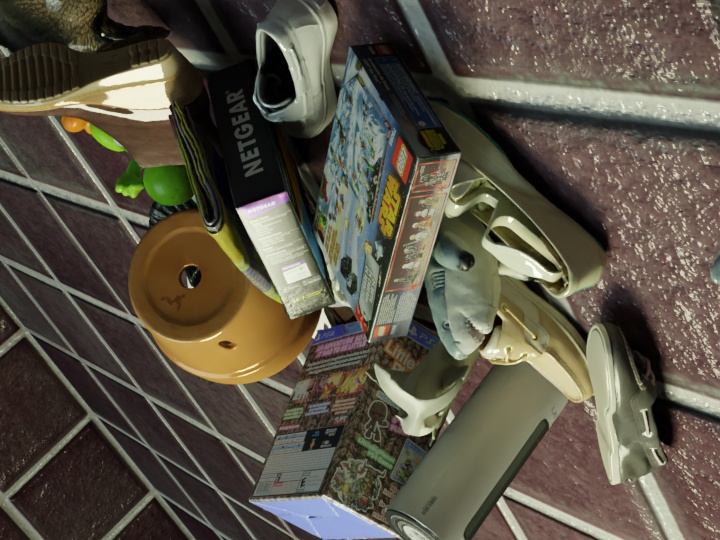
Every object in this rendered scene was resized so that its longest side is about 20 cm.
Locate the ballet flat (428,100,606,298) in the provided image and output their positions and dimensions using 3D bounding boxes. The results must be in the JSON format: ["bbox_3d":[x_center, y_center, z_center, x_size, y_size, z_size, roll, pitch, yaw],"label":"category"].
[{"bbox_3d":[0.103,-0.052,0.998,0.200,0.069,0.070,42,158,11],"label":"ballet flat"}]

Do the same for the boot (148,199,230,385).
[{"bbox_3d":[-0.187,0.010,1.493,0.158,0.212,0.079,27,-167,18],"label":"boot"}]

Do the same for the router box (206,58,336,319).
[{"bbox_3d":[-0.083,-0.076,1.184,0.149,0.051,0.200,67,-177,-45],"label":"router box"}]

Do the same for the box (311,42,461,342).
[{"bbox_3d":[0.015,-0.060,1.027,0.200,0.040,0.137,104,148,-44],"label":"box"}]

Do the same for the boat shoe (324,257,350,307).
[{"bbox_3d":[0.000,0.000,1.203,0.071,0.070,0.200,41,143,-15],"label":"boat shoe"}]

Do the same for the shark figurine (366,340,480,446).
[{"bbox_3d":[0.043,0.107,1.154,0.089,0.128,0.214,27,-161,9],"label":"shark figurine"}]

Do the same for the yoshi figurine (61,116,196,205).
[{"bbox_3d":[-0.238,-0.139,1.420,0.200,0.112,0.112,38,151,10],"label":"yoshi figurine"}]

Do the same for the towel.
[{"bbox_3d":[-0.120,-0.058,1.189,0.200,0.023,0.144,57,-170,-62],"label":"towel"}]

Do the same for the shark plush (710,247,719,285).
[{"bbox_3d":[0.286,-0.016,0.700,0.200,0.083,0.091,15,143,53],"label":"shark plush"}]

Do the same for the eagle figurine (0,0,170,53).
[{"bbox_3d":[-0.294,-0.264,1.279,0.200,0.151,0.152,29,166,11],"label":"eagle figurine"}]

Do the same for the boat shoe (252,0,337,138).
[{"bbox_3d":[-0.061,-0.162,1.096,0.072,0.069,0.200,42,159,8],"label":"boat shoe"}]

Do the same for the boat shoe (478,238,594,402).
[{"bbox_3d":[0.127,0.049,1.129,0.200,0.069,0.074,47,159,-2],"label":"boat shoe"}]

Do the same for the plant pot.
[{"bbox_3d":[-0.152,0.015,1.352,0.200,0.200,0.140,39,-178,17],"label":"plant pot"}]

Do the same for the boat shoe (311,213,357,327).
[{"bbox_3d":[-0.014,0.012,1.338,0.068,0.072,0.200,22,158,39],"label":"boat shoe"}]

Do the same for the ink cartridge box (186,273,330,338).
[{"bbox_3d":[-0.122,0.043,1.581,0.200,0.068,0.115,40,158,14],"label":"ink cartridge box"}]

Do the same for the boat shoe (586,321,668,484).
[{"bbox_3d":[0.229,0.108,1.088,0.200,0.057,0.067,75,180,-46],"label":"boat shoe"}]

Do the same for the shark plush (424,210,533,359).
[{"bbox_3d":[0.050,-0.024,1.067,0.200,0.091,0.083,49,120,26],"label":"shark plush"}]

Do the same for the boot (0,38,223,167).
[{"bbox_3d":[-0.236,-0.141,1.206,0.199,0.073,0.166,-7,150,8],"label":"boot"}]

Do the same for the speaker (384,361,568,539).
[{"bbox_3d":[0.110,0.172,1.204,0.081,0.200,0.081,32,155,17],"label":"speaker"}]

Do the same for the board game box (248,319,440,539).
[{"bbox_3d":[-0.004,0.157,1.290,0.097,0.200,0.159,32,156,-22],"label":"board game box"}]
